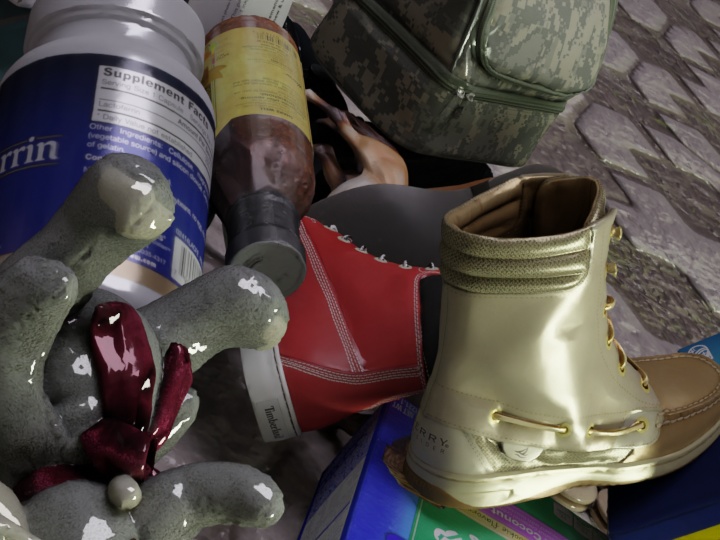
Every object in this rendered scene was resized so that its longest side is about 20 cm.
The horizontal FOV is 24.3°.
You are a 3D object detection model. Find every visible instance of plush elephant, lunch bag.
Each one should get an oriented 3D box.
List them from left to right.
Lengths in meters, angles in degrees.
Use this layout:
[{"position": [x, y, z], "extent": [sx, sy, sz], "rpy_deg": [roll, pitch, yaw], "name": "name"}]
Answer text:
[{"position": [-0.104, 0.079, 0.667], "extent": [0.155, 0.200, 0.165], "rpy_deg": [56, -4, 28], "name": "plush elephant"}, {"position": [0.085, -0.178, 1.206], "extent": [0.139, 0.168, 0.200], "rpy_deg": [47, 24, 28], "name": "lunch bag"}]

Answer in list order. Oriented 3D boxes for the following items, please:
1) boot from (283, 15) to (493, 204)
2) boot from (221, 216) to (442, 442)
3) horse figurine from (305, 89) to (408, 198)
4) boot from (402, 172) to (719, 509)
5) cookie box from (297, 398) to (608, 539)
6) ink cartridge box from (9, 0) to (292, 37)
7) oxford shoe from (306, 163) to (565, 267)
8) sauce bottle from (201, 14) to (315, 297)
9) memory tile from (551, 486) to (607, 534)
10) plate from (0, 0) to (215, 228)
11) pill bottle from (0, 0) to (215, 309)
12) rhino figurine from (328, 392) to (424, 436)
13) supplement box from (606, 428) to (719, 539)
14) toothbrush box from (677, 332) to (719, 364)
[{"position": [-0.007, -0.117, 1.271], "extent": [0.200, 0.076, 0.168], "rpy_deg": [3, 45, -43], "name": "boot"}, {"position": [0.000, 0.000, 0.928], "extent": [0.200, 0.144, 0.073], "rpy_deg": [-106, -179, -46], "name": "boot"}, {"position": [-0.020, -0.047, 1.097], "extent": [0.132, 0.050, 0.200], "rpy_deg": [31, 44, 0], "name": "horse figurine"}, {"position": [0.116, 0.027, 0.838], "extent": [0.199, 0.156, 0.073], "rpy_deg": [-8, 27, -28], "name": "boot"}, {"position": [0.050, 0.172, 0.830], "extent": [0.171, 0.075, 0.200], "rpy_deg": [34, 24, -6], "name": "cookie box"}, {"position": [-0.150, -0.203, 0.979], "extent": [0.145, 0.084, 0.200], "rpy_deg": [36, 20, 35], "name": "ink cartridge box"}, {"position": [0.035, -0.020, 1.050], "extent": [0.199, 0.071, 0.072], "rpy_deg": [-9, 88, -22], "name": "oxford shoe"}, {"position": [-0.057, -0.064, 0.907], "extent": [0.066, 0.066, 0.200], "rpy_deg": [26, 31, -24], "name": "sauce bottle"}, {"position": [0.201, 0.158, 1.138], "extent": [0.200, 0.017, 0.153], "rpy_deg": [36, 24, -5], "name": "memory tile"}, {"position": [-0.167, -0.081, 0.929], "extent": [0.200, 0.026, 0.201], "rpy_deg": [11, 59, -18], "name": "plate"}, {"position": [-0.132, -0.044, 0.838], "extent": [0.116, 0.116, 0.201], "rpy_deg": [23, 52, -29], "name": "pill bottle"}, {"position": [0.075, 0.047, 0.990], "extent": [0.087, 0.060, 0.200], "rpy_deg": [28, 49, 36], "name": "rhino figurine"}, {"position": [0.223, 0.179, 0.917], "extent": [0.200, 0.109, 0.110], "rpy_deg": [63, 18, -17], "name": "supplement box"}, {"position": [0.292, 0.146, 1.085], "extent": [0.200, 0.085, 0.147], "rpy_deg": [-109, 175, -52], "name": "toothbrush box"}]
